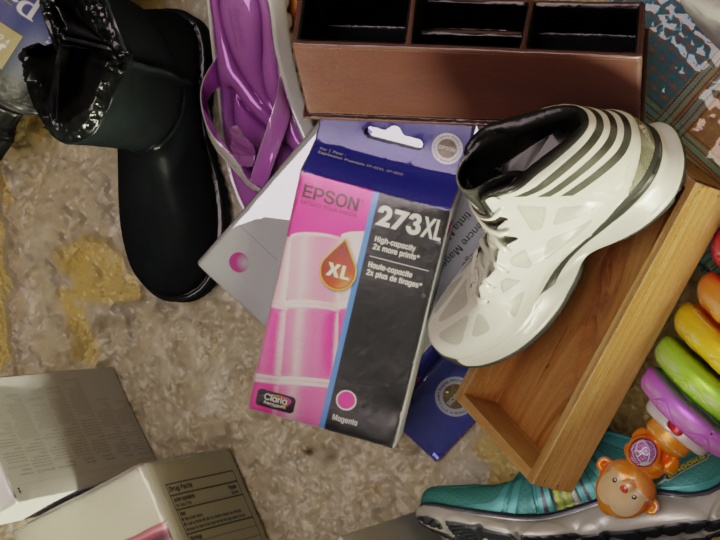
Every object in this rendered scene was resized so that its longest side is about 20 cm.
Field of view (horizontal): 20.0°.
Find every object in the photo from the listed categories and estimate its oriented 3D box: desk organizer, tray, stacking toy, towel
[{"bbox_3d":[0.064,-0.132,1.162,0.199,0.077,0.072,3,63,8],"label":"desk organizer"},{"bbox_3d":[0.134,0.018,1.193,0.200,0.037,0.099,-63,36,16],"label":"tray"},{"bbox_3d":[0.202,0.063,1.163,0.116,0.110,0.200,41,99,7],"label":"stacking toy"},{"bbox_3d":[0.213,-0.089,1.230,0.200,0.022,0.147,43,104,15],"label":"towel"}]

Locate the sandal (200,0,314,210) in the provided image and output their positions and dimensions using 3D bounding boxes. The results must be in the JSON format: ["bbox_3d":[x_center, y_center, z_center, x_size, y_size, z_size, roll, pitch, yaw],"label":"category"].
[{"bbox_3d":[-0.073,-0.100,1.294,0.082,0.050,0.203,-2,105,43],"label":"sandal"}]

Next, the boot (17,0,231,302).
[{"bbox_3d":[-0.150,-0.079,1.282,0.076,0.168,0.201,-1,90,21],"label":"boot"}]

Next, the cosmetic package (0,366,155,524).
[{"bbox_3d":[-0.202,0.111,1.283,0.051,0.200,0.083,-30,79,16],"label":"cosmetic package"}]

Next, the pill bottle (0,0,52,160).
[{"bbox_3d":[-0.221,-0.174,1.338,0.112,0.112,0.200,38,101,16],"label":"pill bottle"}]

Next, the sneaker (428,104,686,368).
[{"bbox_3d":[0.078,-0.028,1.151,0.201,0.115,0.076,-46,43,31],"label":"sneaker"}]

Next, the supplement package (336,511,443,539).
[{"bbox_3d":[0.036,0.261,1.220,0.111,0.156,0.200,-43,76,14],"label":"supplement package"}]

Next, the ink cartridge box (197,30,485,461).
[{"bbox_3d":[0.035,-0.011,1.256,0.200,0.043,0.196,42,103,1],"label":"ink cartridge box"}]

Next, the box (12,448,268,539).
[{"bbox_3d":[-0.113,0.227,1.288,0.109,0.128,0.200,-28,80,18],"label":"box"}]

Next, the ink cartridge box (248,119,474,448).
[{"bbox_3d":[0.000,0.000,1.226,0.094,0.037,0.201,15,102,6],"label":"ink cartridge box"}]

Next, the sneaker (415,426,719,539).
[{"bbox_3d":[0.132,0.133,1.242,0.199,0.078,0.080,-8,68,15],"label":"sneaker"}]

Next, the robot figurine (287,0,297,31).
[{"bbox_3d":[0.032,-0.221,1.276,0.145,0.058,0.200,34,101,16],"label":"robot figurine"}]

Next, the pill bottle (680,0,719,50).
[{"bbox_3d":[0.285,-0.194,1.148,0.114,0.114,0.200,43,94,15],"label":"pill bottle"}]

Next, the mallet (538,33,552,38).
[{"bbox_3d":[0.091,-0.207,1.211,0.066,0.041,0.201,-5,106,11],"label":"mallet"}]
